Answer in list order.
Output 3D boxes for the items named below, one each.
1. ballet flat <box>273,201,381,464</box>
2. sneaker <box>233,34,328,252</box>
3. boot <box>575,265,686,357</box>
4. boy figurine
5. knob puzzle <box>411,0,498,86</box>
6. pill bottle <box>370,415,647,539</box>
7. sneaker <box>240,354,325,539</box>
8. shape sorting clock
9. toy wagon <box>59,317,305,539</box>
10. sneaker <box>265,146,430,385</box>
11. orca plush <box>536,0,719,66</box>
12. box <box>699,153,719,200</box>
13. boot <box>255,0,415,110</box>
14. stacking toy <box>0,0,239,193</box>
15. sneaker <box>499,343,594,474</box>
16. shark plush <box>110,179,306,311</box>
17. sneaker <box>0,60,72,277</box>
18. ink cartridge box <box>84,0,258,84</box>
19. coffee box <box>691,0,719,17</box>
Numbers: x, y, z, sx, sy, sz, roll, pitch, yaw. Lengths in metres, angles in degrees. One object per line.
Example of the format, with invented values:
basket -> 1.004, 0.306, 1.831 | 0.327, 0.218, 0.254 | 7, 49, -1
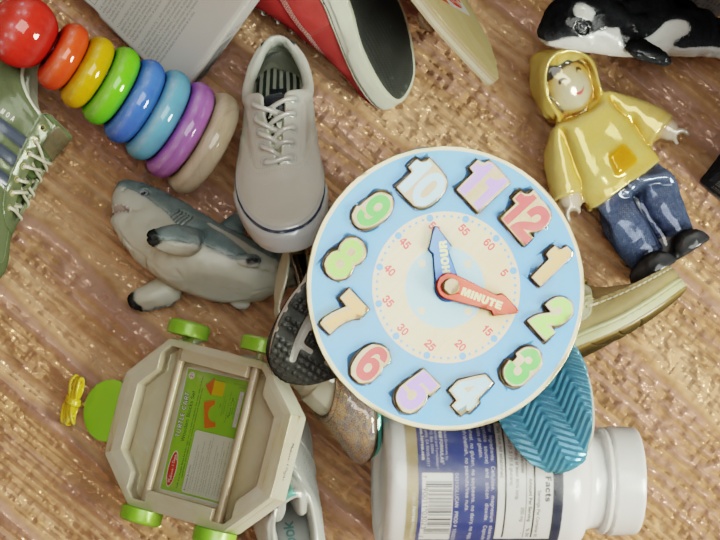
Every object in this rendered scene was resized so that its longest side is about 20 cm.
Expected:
ballet flat -> -0.031, 0.048, 1.669 | 0.067, 0.068, 0.202 | -1, 74, -25
sneaker -> -0.065, -0.098, 1.679 | 0.072, 0.071, 0.201 | -9, 44, -1
boot -> 0.137, -0.003, 1.722 | 0.199, 0.072, 0.156 | -24, 80, 9
boy figurine -> 0.202, -0.094, 1.766 | 0.124, 0.064, 0.201 | -28, 88, -8
knob puzzle -> 0.041, -0.221, 1.710 | 0.030, 0.220, 0.220 | -35, 85, 14
pill bottle -> 0.111, 0.159, 1.684 | 0.198, 0.111, 0.112 | 1, 80, -7
sneaker -> -0.062, 0.156, 1.674 | 0.075, 0.089, 0.201 | -17, 82, -8
shape sorting clock -> 0.061, 0.012, 1.572 | 0.198, 0.039, 0.202 | 1, 85, -7
toy wagon -> -0.135, 0.116, 1.662 | 0.199, 0.039, 0.156 | 12, 85, 31
sneaker -> 0.000, 0.000, 1.627 | 0.074, 0.080, 0.200 | 40, 81, -13
orca plush -> 0.239, -0.206, 1.760 | 0.198, 0.105, 0.072 | 8, 109, -6
box -> 0.366, -0.113, 1.718 | 0.104, 0.200, 0.148 | 38, 78, 1
boot -> -0.053, -0.205, 1.755 | 0.201, 0.143, 0.073 | 57, 43, -28
stacking toy -> -0.194, -0.140, 1.686 | 0.199, 0.085, 0.086 | 30, 77, -18
sneaker -> 0.121, 0.053, 1.643 | 0.076, 0.081, 0.201 | -24, 78, 10
shark plush -> -0.094, -0.024, 1.716 | 0.198, 0.091, 0.084 | 3, 49, -2
sneaker -> -0.265, -0.091, 1.702 | 0.089, 0.067, 0.202 | -5, 77, -3
ink cartridge box -> -0.147, -0.260, 1.688 | 0.176, 0.200, 0.045 | 43, 42, 1
coffee box -> 0.231, -0.305, 1.797 | 0.199, 0.080, 0.114 | 25, 78, -2
